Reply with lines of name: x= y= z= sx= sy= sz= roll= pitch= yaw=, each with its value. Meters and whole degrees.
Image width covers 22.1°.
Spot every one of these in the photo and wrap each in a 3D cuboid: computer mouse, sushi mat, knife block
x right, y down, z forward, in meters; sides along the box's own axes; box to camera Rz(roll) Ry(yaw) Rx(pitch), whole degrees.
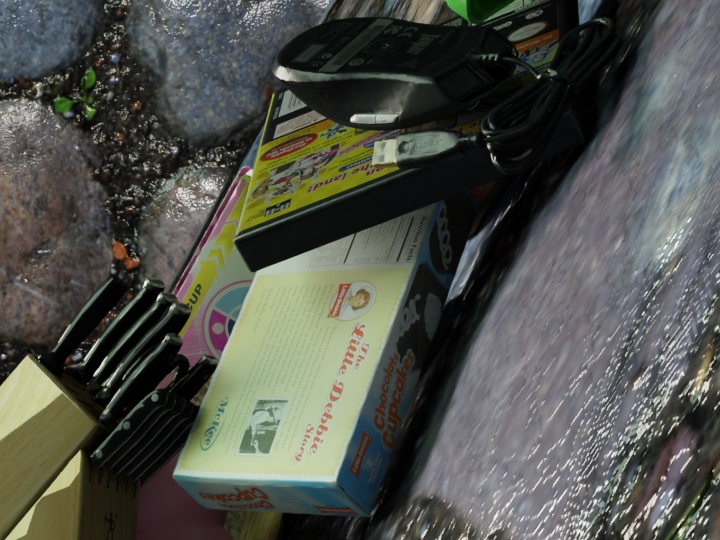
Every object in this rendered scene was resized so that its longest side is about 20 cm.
computer mouse: x=0.029 y=-0.083 z=0.962 sx=0.141 sy=0.198 sz=0.046 roll=-51 pitch=-44 yaw=-45
sushi mat: x=-0.061 y=0.157 z=1.227 sx=0.096 sy=0.012 sz=0.201 roll=-54 pitch=12 yaw=34
knife block: x=-0.181 y=0.091 z=1.054 sx=0.064 sy=0.198 sz=0.178 roll=39 pitch=-133 yaw=-60

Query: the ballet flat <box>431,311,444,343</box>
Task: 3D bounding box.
ballet flat: x=-0.023 y=0.073 z=1.099 sx=0.200 sy=0.069 sz=0.070 roll=-54 pitch=11 yaw=41

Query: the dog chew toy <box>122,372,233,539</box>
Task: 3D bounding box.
dog chew toy: x=-0.131 y=0.151 z=1.110 sx=0.125 sy=0.123 sz=0.202 roll=139 pitch=125 yaw=-66

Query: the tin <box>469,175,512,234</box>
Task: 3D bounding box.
tin: x=0.076 y=-0.094 z=1.145 sx=0.112 sy=0.042 sz=0.201 roll=-52 pitch=13 yaw=31

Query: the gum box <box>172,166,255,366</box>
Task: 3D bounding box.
gum box: x=-0.089 y=0.028 z=1.461 sx=0.201 sy=0.113 sz=0.066 roll=-60 pitch=9 yaw=7

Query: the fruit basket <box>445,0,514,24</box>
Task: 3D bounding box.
fruit basket: x=0.121 y=-0.235 z=1.034 sx=0.216 sy=0.213 sz=0.157 roll=-76 pitch=-10 yaw=-60

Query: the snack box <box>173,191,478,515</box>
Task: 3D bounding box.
snack box: x=-0.017 y=0.037 z=1.019 sx=0.115 sy=0.037 sz=0.201 roll=-3 pitch=54 yaw=38

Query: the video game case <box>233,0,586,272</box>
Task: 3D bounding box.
video game case: x=0.030 y=-0.087 z=1.042 sx=0.198 sy=0.026 sz=0.181 roll=-20 pitch=28 yaw=17

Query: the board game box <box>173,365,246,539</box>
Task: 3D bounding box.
board game box: x=-0.159 y=0.198 z=1.385 sx=0.200 sy=0.096 sz=0.160 roll=-54 pitch=11 yaw=39
